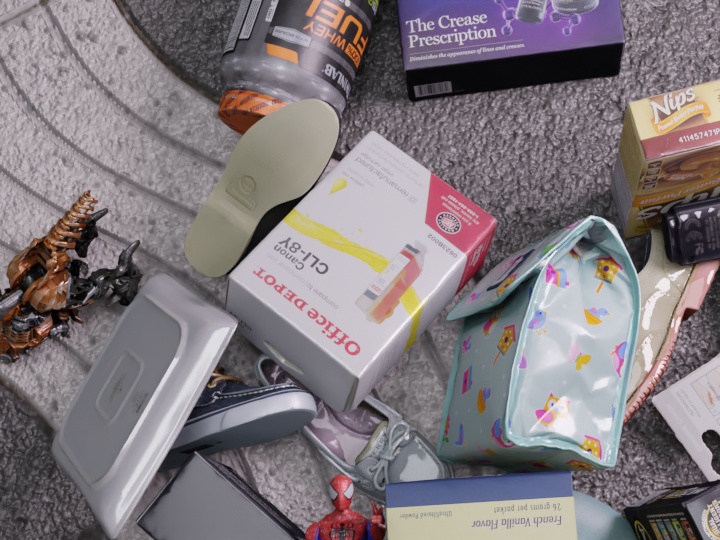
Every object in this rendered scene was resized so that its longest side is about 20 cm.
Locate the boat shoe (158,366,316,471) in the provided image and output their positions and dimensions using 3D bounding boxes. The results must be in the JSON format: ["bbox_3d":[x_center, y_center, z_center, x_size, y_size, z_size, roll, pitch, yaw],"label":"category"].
[{"bbox_3d":[-0.128,0.107,1.090,0.200,0.071,0.091,-20,66,29],"label":"boat shoe"}]

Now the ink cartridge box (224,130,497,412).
[{"bbox_3d":[0.000,0.000,1.094,0.145,0.083,0.200,37,64,12],"label":"ink cartridge box"}]

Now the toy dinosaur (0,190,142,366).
[{"bbox_3d":[-0.267,0.010,1.123,0.200,0.136,0.102,-29,90,42],"label":"toy dinosaur"}]

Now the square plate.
[{"bbox_3d":[-0.194,0.102,1.075,0.028,0.198,0.200,31,87,-28],"label":"square plate"}]

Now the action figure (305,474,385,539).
[{"bbox_3d":[-0.011,0.242,0.905,0.065,0.099,0.201,-3,70,1],"label":"action figure"}]

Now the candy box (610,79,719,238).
[{"bbox_3d":[0.276,-0.092,1.052,0.115,0.200,0.056,-13,72,4],"label":"candy box"}]

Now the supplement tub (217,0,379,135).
[{"bbox_3d":[-0.055,-0.218,1.162,0.122,0.123,0.201,16,80,10],"label":"supplement tub"}]

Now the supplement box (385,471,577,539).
[{"bbox_3d":[0.097,0.261,0.952,0.134,0.200,0.201,-5,76,6],"label":"supplement box"}]

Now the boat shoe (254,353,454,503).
[{"bbox_3d":[-0.008,0.139,1.102,0.202,0.065,0.075,38,84,14],"label":"boat shoe"}]

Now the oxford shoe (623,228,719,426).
[{"bbox_3d":[0.235,0.056,1.091,0.074,0.071,0.200,29,71,9],"label":"oxford shoe"}]

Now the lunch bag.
[{"bbox_3d":[0.145,0.061,1.042,0.121,0.170,0.201,13,75,-12],"label":"lunch bag"}]

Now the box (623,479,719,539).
[{"bbox_3d":[0.276,0.244,0.969,0.049,0.200,0.162,-26,81,-7],"label":"box"}]

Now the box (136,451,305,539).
[{"bbox_3d":[-0.072,0.247,1.038,0.200,0.141,0.079,39,85,14],"label":"box"}]

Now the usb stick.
[{"bbox_3d":[0.354,-0.047,1.068,0.199,0.033,0.056,-12,108,-2],"label":"usb stick"}]

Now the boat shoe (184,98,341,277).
[{"bbox_3d":[-0.081,-0.078,1.118,0.074,0.063,0.201,44,119,6],"label":"boat shoe"}]

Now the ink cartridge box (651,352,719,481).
[{"bbox_3d":[0.371,0.114,1.049,0.200,0.050,0.161,-38,83,25],"label":"ink cartridge box"}]

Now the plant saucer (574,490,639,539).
[{"bbox_3d":[0.157,0.281,1.063,0.200,0.039,0.202,-2,76,6],"label":"plant saucer"}]

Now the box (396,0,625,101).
[{"bbox_3d":[0.134,-0.247,1.171,0.199,0.079,0.142,-7,74,5],"label":"box"}]
